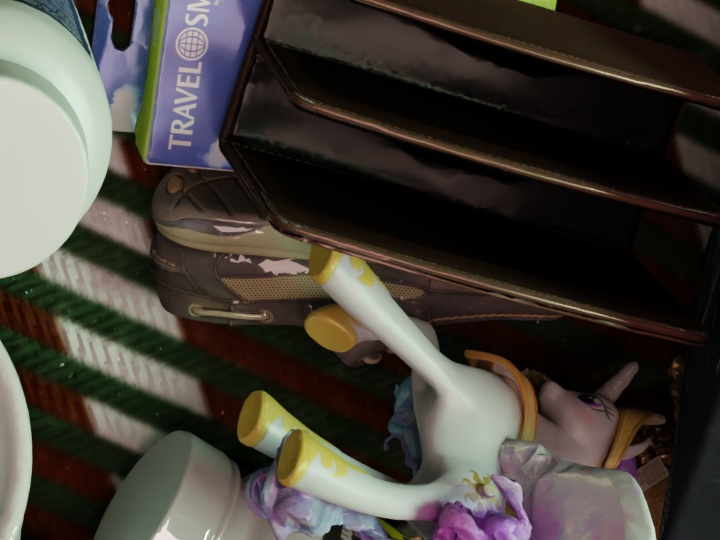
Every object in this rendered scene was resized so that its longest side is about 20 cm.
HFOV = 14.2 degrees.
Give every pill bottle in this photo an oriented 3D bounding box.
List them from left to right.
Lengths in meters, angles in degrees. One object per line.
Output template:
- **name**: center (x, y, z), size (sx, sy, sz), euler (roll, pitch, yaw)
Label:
- **pill bottle**: center (-0.160, -0.067, 1.188), size (0.110, 0.200, 0.112), euler (-3, 110, -9)
- **pill bottle**: center (-0.024, 0.160, 1.342), size (0.200, 0.111, 0.111), euler (34, 100, -20)

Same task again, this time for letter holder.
- **letter holder**: center (0.058, -0.053, 1.215), size (0.199, 0.142, 0.101), euler (15, 106, -17)

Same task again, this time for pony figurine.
- **pony figurine**: center (0.047, 0.096, 1.246), size (0.199, 0.194, 0.166), euler (24, 146, -25)

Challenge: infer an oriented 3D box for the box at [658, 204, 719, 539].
- **box**: center (0.210, 0.012, 1.241), size (0.117, 0.197, 0.201), euler (13, 137, 2)

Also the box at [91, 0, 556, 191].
- **box**: center (-0.017, -0.103, 1.285), size (0.199, 0.048, 0.123), euler (4, 108, -13)

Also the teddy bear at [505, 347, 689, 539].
- **teddy bear**: center (0.135, 0.110, 1.376), size (0.199, 0.067, 0.146), euler (-5, 88, -17)

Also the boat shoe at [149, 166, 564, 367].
- **boat shoe**: center (0.000, 0.000, 1.319), size (0.199, 0.075, 0.074), euler (10, 119, -7)

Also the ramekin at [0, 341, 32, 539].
- **ramekin**: center (-0.237, 0.093, 1.242), size (0.199, 0.098, 0.202), euler (0, 72, -1)
